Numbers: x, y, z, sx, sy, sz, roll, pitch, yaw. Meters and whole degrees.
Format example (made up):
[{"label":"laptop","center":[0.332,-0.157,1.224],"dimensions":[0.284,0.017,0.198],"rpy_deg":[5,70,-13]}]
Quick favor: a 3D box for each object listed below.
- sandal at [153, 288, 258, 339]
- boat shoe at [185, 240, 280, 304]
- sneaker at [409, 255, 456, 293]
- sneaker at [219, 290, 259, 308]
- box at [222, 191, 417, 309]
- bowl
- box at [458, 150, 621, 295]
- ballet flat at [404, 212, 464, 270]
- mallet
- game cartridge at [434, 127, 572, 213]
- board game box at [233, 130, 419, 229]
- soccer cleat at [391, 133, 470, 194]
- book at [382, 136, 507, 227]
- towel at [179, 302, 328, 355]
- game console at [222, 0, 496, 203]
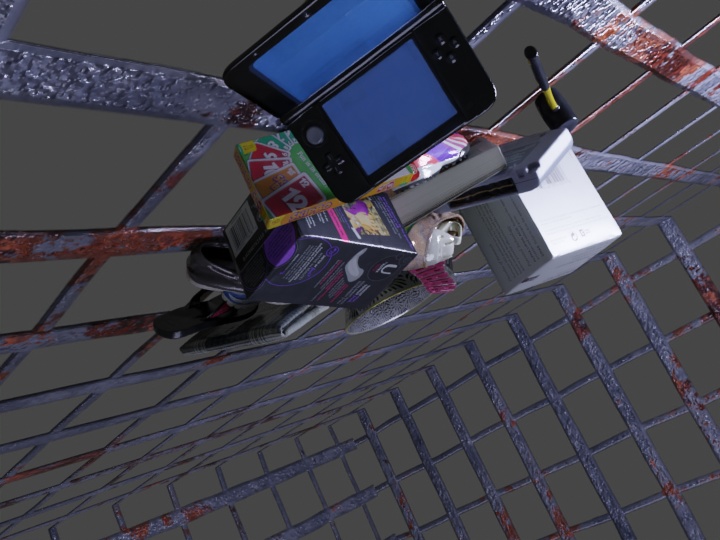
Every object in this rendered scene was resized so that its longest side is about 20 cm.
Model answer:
[{"label":"sandal","center":[-0.223,0.052,1.094],"dimensions":[0.199,0.074,0.046],"rpy_deg":[-21,123,-54]},{"label":"boat shoe","center":[-0.137,0.001,0.991],"dimensions":[0.197,0.068,0.057],"rpy_deg":[7,143,-25]},{"label":"sneaker","center":[0.115,-0.036,1.246],"dimensions":[0.072,0.089,0.200],"rpy_deg":[-15,149,15]},{"label":"sneaker","center":[-0.110,0.000,1.093],"dimensions":[0.197,0.080,0.089],"rpy_deg":[-18,165,-29]},{"label":"box","center":[-0.047,-0.034,0.890],"dimensions":[0.198,0.107,0.122],"rpy_deg":[8,137,-45]},{"label":"bowl","center":[0.041,0.036,1.426],"dimensions":[0.198,0.095,0.201],"rpy_deg":[-25,165,-7]},{"label":"box","center":[0.300,-0.093,1.243],"dimensions":[0.196,0.202,0.131],"rpy_deg":[-15,161,-36]},{"label":"ballet flat","center":[0.110,-0.047,1.060],"dimensions":[0.200,0.066,0.069],"rpy_deg":[-45,146,-58]},{"label":"mallet","center":[0.251,-0.234,0.967],"dimensions":[0.041,0.067,0.199],"rpy_deg":[-34,163,14]},{"label":"game cartridge","center":[0.200,-0.143,1.042],"dimensions":[0.198,0.041,0.134],"rpy_deg":[-11,-149,49]},{"label":"board game box","center":[-0.031,-0.119,0.807],"dimensions":[0.197,0.097,0.030],"rpy_deg":[-19,162,-26]},{"label":"soccer cleat","center":[0.086,-0.161,0.943],"dimensions":[0.067,0.074,0.200],"rpy_deg":[-18,-169,35]},{"label":"book","center":[0.100,-0.124,1.033],"dimensions":[0.198,0.049,0.134],"rpy_deg":[-29,-165,7]},{"label":"towel","center":[-0.158,0.083,1.146],"dimensions":[0.189,0.035,0.200],"rpy_deg":[-13,-168,24]},{"label":"game console","center":[0.006,-0.171,0.683],"dimensions":[0.198,0.177,0.117],"rpy_deg":[-31,-168,19]}]
